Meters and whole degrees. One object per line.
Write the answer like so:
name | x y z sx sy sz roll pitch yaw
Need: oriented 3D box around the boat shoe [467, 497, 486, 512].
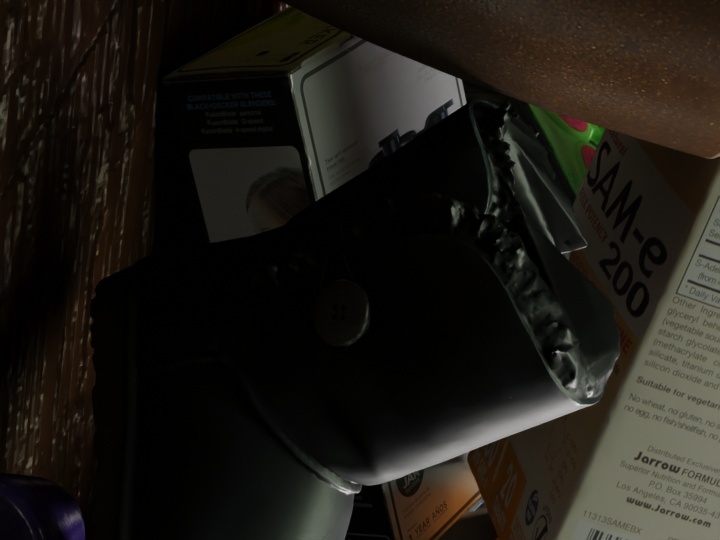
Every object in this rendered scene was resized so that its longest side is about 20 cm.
boat shoe | 0.054 0.110 1.085 0.199 0.073 0.072 -34 171 2

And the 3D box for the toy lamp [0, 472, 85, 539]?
toy lamp | -0.145 0.100 0.695 0.200 0.058 0.059 -22 127 -66

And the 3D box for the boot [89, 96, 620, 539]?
boot | -0.001 0.059 0.719 0.076 0.167 0.202 28 47 -50

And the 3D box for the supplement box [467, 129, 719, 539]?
supplement box | 0.113 0.018 0.826 0.126 0.073 0.201 -109 -142 -69

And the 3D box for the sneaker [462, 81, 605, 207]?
sneaker | 0.061 -0.047 0.968 0.076 0.200 0.084 19 102 -31

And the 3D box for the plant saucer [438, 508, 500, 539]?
plant saucer | -0.024 0.148 0.897 0.030 0.199 0.200 64 26 -1

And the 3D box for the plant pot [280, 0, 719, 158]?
plant pot | 0.027 -0.142 0.714 0.187 0.198 0.189 -172 -90 -86

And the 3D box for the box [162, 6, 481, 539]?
box | 0.000 0.000 0.894 0.117 0.060 0.202 -38 122 -50
